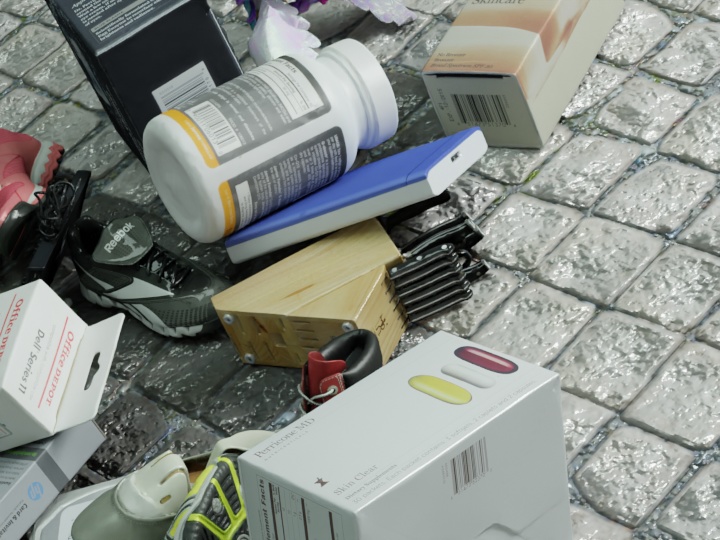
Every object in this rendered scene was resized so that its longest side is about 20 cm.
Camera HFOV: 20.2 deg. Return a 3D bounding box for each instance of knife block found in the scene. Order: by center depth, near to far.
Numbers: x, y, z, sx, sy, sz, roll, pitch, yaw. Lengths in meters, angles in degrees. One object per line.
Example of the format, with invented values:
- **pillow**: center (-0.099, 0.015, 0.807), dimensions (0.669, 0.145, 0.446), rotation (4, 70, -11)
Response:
- **knife block**: center (0.000, 0.000, 1.665), dimensions (0.199, 0.064, 0.176), rotation (3, 45, 31)

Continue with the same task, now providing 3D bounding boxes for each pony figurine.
- **pony figurine**: center (-0.062, -0.284, 1.958), dimensions (0.166, 0.201, 0.193), rotation (-34, 54, -23)

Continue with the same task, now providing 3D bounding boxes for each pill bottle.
- **pill bottle**: center (-0.074, -0.114, 1.714), dimensions (0.199, 0.117, 0.116), rotation (-28, 36, -22)

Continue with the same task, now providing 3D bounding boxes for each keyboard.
- **keyboard**: center (-0.280, -0.034, 1.795), dimensions (0.039, 0.105, 0.200), rotation (17, 28, -4)

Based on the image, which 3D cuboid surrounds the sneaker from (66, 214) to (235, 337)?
- **sneaker**: center (-0.187, -0.001, 1.744), dimensions (0.199, 0.091, 0.067), rotation (16, 54, 40)

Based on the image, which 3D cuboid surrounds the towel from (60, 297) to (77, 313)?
- **towel**: center (-0.367, 0.072, 1.787), dimensions (0.198, 0.024, 0.153), rotation (-3, 30, 26)

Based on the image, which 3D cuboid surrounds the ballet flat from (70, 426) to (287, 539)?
- **ballet flat**: center (-0.121, 0.155, 1.499), dimensions (0.198, 0.064, 0.068), rotation (-13, 42, -19)

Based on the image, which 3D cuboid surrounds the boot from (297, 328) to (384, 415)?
- **boot**: center (-0.033, 0.143, 1.450), dimensions (0.072, 0.145, 0.201), rotation (10, 50, 34)

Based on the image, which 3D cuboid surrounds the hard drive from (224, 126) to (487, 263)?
- **hard drive**: center (-0.003, -0.064, 1.701), dimensions (0.199, 0.026, 0.132), rotation (-18, 12, 29)

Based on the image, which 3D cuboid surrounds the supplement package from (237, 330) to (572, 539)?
- **supplement package**: center (0.034, 0.160, 1.340), dimensions (0.110, 0.157, 0.199), rotation (18, 36, 41)

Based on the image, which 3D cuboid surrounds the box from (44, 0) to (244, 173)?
- **box**: center (-0.190, -0.191, 1.883), dimensions (0.117, 0.197, 0.200), rotation (-31, 38, -7)

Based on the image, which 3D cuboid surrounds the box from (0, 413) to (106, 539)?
- **box**: center (-0.313, 0.187, 1.604), dimensions (0.155, 0.041, 0.200), rotation (-3, 39, 49)

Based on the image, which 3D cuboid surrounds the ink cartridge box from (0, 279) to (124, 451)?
- **ink cartridge box**: center (-0.292, 0.082, 1.614), dimensions (0.199, 0.067, 0.118), rotation (-19, 41, 29)

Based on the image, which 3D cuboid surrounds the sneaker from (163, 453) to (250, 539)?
- **sneaker**: center (-0.126, 0.215, 1.404), dimensions (0.076, 0.075, 0.201), rotation (-9, 47, 39)

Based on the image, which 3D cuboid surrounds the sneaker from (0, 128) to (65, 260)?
- **sneaker**: center (-0.337, -0.076, 1.886), dimensions (0.074, 0.086, 0.200), rotation (-59, 13, 22)

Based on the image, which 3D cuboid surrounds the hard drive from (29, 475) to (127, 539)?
- **hard drive**: center (-0.186, 0.237, 1.509), dimensions (0.139, 0.038, 0.201), rotation (-16, 39, 12)

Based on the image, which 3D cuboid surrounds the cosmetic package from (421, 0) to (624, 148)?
- **cosmetic package**: center (0.147, -0.208, 1.808), dimensions (0.103, 0.088, 0.201), rotation (3, 45, 33)
